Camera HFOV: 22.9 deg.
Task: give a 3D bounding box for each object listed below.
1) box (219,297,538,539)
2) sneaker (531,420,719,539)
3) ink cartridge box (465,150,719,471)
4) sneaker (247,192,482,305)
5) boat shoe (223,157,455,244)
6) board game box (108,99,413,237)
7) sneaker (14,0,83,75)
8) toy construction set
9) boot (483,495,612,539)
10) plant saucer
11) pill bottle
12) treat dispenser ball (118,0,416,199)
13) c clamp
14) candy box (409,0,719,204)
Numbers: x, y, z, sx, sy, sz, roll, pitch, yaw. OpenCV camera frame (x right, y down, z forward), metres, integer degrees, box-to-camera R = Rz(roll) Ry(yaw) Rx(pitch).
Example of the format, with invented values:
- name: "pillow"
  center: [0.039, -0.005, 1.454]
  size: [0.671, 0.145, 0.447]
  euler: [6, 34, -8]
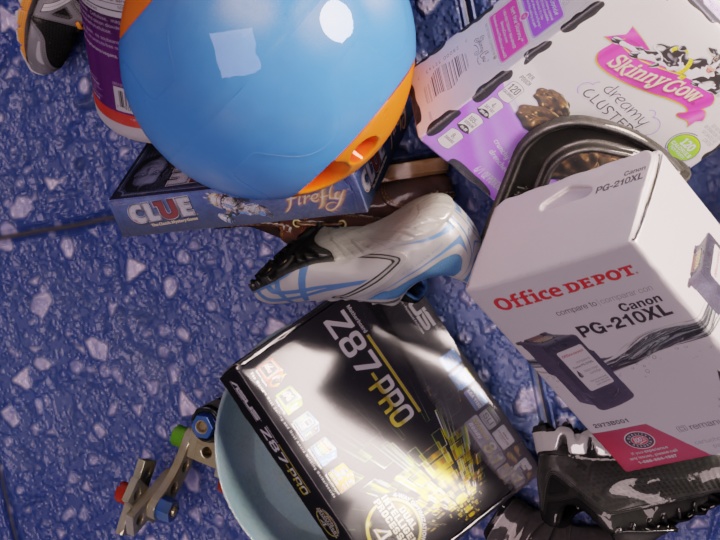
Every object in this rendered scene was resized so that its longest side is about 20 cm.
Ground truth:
- name: "box"
  center: [0.016, 0.115, 1.315]
  size: [0.201, 0.161, 0.049]
  euler: [56, 153, 1]
- name: "sneaker"
  center: [0.215, 0.162, 1.279]
  size: [0.198, 0.066, 0.091]
  euler: [3, 78, 25]
- name: "ink cartridge box"
  center: [0.187, 0.032, 1.177]
  size: [0.144, 0.085, 0.200]
  euler: [-18, 126, 42]
- name: "sneaker"
  center: [0.000, 0.000, 1.267]
  size: [0.199, 0.072, 0.073]
  euler: [-14, 116, 39]
- name: "boat shoe"
  center: [-0.024, -0.041, 1.340]
  size: [0.198, 0.070, 0.071]
  euler: [-5, 95, 22]
- name: "board game box"
  center: [-0.072, -0.084, 1.315]
  size: [0.198, 0.136, 0.035]
  euler: [-5, 124, 22]
- name: "sneaker"
  center: [-0.203, -0.233, 1.371]
  size: [0.077, 0.078, 0.201]
  euler: [31, 113, 1]
- name: "toy construction set"
  center: [-0.094, 0.178, 1.409]
  size: [0.198, 0.092, 0.132]
  euler: [14, 106, 7]
- name: "boot"
  center: [0.145, 0.278, 1.350]
  size: [0.130, 0.070, 0.202]
  euler: [12, 94, 22]
- name: "plant saucer"
  center: [-0.019, 0.137, 1.345]
  size: [0.202, 0.200, 0.039]
  euler: [57, 156, 2]
- name: "pill bottle"
  center: [-0.151, -0.202, 1.300]
  size: [0.111, 0.113, 0.201]
  euler: [12, 130, 19]
- name: "treat dispenser ball"
  center: [-0.061, -0.148, 1.180]
  size: [0.199, 0.201, 0.203]
  euler: [4, 103, 20]
- name: "c clamp"
  center: [0.168, -0.025, 1.230]
  size: [0.169, 0.027, 0.201]
  euler: [9, 133, -2]
- name: "candy box"
  center: [0.160, -0.125, 1.201]
  size: [0.199, 0.072, 0.167]
  euler: [-36, 130, 24]
